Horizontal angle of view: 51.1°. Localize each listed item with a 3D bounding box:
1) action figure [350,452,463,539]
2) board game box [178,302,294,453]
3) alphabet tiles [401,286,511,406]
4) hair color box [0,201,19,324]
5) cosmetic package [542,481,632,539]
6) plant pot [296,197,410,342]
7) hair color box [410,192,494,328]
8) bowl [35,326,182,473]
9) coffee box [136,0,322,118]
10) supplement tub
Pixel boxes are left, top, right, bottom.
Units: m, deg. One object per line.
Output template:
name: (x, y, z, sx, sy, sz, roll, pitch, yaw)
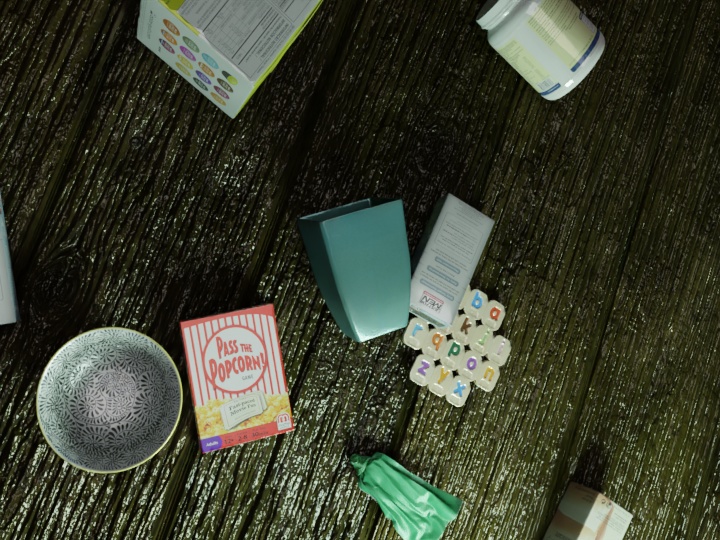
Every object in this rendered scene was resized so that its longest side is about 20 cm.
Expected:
action figure: (0.061, 0.370, 1.258, 0.199, 0.055, 0.119, 40, 78, -6)
board game box: (-0.195, 0.165, 1.183, 0.148, 0.046, 0.205, -11, 91, -18)
alphabet tiles: (0.170, 0.126, 1.323, 0.197, 0.015, 0.199, 30, 80, -15)
hair color box: (-0.548, -0.021, 1.058, 0.097, 0.060, 0.205, -9, 92, -19)
cosmetic package: (0.384, 0.493, 1.336, 0.086, 0.103, 0.203, 33, 77, -12)
plant pot: (0.000, 0.000, 1.209, 0.138, 0.141, 0.205, -16, 100, -18)
hair color box: (0.143, -0.016, 1.284, 0.098, 0.061, 0.203, 28, 75, -11)
bowl: (-0.365, 0.183, 1.101, 0.196, 0.094, 0.206, 1, 88, -19)
coffee box: (-0.192, -0.386, 1.123, 0.197, 0.199, 0.202, 38, 77, -14)
supplement tub: (0.313, -0.418, 1.321, 0.199, 0.145, 0.146, 40, 77, -13)
